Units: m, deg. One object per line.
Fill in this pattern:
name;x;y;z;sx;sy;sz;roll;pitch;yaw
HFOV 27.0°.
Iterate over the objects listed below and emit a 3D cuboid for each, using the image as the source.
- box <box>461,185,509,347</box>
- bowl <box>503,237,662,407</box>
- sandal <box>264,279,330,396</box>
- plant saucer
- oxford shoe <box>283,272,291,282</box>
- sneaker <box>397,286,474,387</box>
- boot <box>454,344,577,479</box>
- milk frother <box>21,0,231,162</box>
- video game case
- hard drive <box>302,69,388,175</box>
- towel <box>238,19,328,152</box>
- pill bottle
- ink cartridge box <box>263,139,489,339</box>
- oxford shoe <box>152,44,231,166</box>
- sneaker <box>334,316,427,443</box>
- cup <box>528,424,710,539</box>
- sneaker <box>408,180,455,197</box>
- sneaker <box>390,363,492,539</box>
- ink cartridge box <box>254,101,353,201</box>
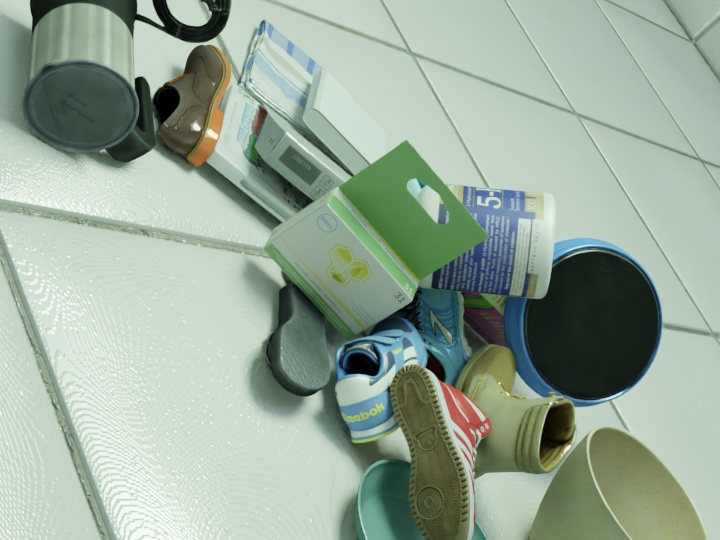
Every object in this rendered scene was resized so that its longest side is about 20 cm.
box;0.157;0.003;1.846;0.200;0.097;0.176;44;-11;-10
bowl;0.266;0.062;1.764;0.200;0.201;0.039;39;-9;-16
sandal;-0.069;0.079;1.585;0.076;0.043;0.200;48;17;-16
plant saucer;0.062;0.283;1.503;0.200;0.036;0.200;34;31;-24
oxford shoe;0.000;0.000;1.747;0.200;0.071;0.071;5;47;-55
sneaker;0.075;0.068;1.729;0.090;0.078;0.201;-15;82;-48
boot;0.171;0.152;1.647;0.073;0.155;0.200;56;43;-23
milk frother;-0.241;-0.237;1.570;0.180;0.200;0.189;33;31;-34
video game case;-0.099;-0.125;1.800;0.182;0.024;0.200;38;24;-18
hard drive;-0.016;-0.183;1.934;0.132;0.026;0.200;45;16;-14
towel;-0.090;-0.246;1.986;0.147;0.024;0.200;38;29;-20
pill bottle;0.112;-0.036;1.675;0.199;0.120;0.120;5;34;1
ink cartridge box;0.015;-0.029;1.603;0.146;0.200;0.048;48;35;-15
oxford shoe;-0.198;-0.208;1.735;0.072;0.071;0.200;28;33;-24
sneaker;0.019;0.098;1.616;0.082;0.074;0.200;60;23;-22
cup;0.272;0.294;1.675;0.200;0.143;0.201;35;31;-24
sneaker;0.112;-0.067;1.979;0.200;0.082;0.074;39;29;-16
sneaker;0.095;0.200;1.545;0.112;0.071;0.201;29;43;-54
ink cartridge box;-0.057;-0.120;1.796;0.162;0.057;0.200;38;2;-20
